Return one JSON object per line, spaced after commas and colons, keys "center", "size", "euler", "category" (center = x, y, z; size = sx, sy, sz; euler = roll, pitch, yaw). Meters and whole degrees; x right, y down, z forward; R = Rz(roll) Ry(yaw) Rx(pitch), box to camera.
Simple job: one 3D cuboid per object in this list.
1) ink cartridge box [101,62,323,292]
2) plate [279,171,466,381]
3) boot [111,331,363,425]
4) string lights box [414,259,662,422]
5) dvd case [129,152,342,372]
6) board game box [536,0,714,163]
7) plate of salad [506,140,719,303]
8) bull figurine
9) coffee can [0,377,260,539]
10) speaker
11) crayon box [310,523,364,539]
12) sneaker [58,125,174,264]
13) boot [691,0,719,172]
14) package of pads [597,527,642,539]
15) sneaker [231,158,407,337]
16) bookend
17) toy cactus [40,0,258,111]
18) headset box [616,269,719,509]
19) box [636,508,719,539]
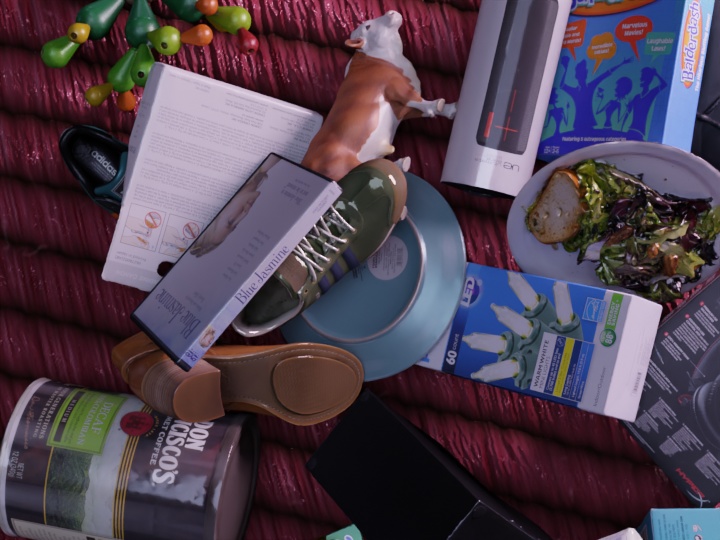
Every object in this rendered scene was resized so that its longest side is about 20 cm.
{"center": [-0.139, -0.072, 1.309], "size": [0.161, 0.050, 0.200], "euler": [16, 96, -22], "category": "ink cartridge box"}
{"center": [0.000, 0.000, 1.295], "size": [0.200, 0.026, 0.201], "euler": [-7, 75, 26], "category": "plate"}
{"center": [-0.113, 0.089, 1.274], "size": [0.200, 0.155, 0.077], "euler": [-10, 106, -29], "category": "boot"}
{"center": [0.151, 0.058, 1.239], "size": [0.200, 0.059, 0.103], "euler": [12, 86, 39], "category": "string lights box"}
{"center": [-0.111, -0.013, 1.229], "size": [0.018, 0.143, 0.200], "euler": [43, 84, -29], "category": "dvd case"}
{"center": [0.232, -0.194, 1.261], "size": [0.152, 0.045, 0.200], "euler": [5, 83, 48], "category": "board game box"}
{"center": [0.226, -0.029, 1.227], "size": [0.200, 0.200, 0.048], "euler": [-2, 45, 7], "category": "plate of salad"}
{"center": [0.015, -0.137, 1.291], "size": [0.121, 0.065, 0.200], "euler": [20, 76, 27], "category": "bull figurine"}
{"center": [-0.204, 0.184, 1.277], "size": [0.200, 0.146, 0.147], "euler": [9, 86, 8], "category": "coffee can"}
{"center": [0.130, -0.164, 1.272], "size": [0.081, 0.081, 0.200], "euler": [14, 90, 9], "category": "speaker"}
{"center": [-0.073, 0.326, 1.295], "size": [0.200, 0.052, 0.126], "euler": [-24, 83, 5], "category": "crayon box"}
{"center": [-0.203, -0.065, 1.330], "size": [0.200, 0.080, 0.071], "euler": [36, 90, 6], "category": "sneaker"}
{"center": [0.351, -0.158, 1.265], "size": [0.168, 0.076, 0.200], "euler": [26, 96, 13], "category": "boot"}
{"center": [0.194, 0.302, 1.152], "size": [0.154, 0.200, 0.068], "euler": [-26, 38, 19], "category": "package of pads"}
{"center": [-0.042, -0.010, 1.226], "size": [0.067, 0.090, 0.200], "euler": [46, 120, 1], "category": "sneaker"}
{"center": [0.083, 0.225, 1.250], "size": [0.092, 0.199, 0.200], "euler": [-51, 37, 1], "category": "bookend"}
{"center": [-0.201, -0.241, 1.354], "size": [0.200, 0.102, 0.165], "euler": [-14, 65, 9], "category": "toy cactus"}
{"center": [0.322, 0.086, 1.223], "size": [0.200, 0.075, 0.149], "euler": [-45, 83, 19], "category": "headset box"}
{"center": [0.340, 0.236, 1.214], "size": [0.199, 0.082, 0.049], "euler": [-1, 63, -1], "category": "box"}
